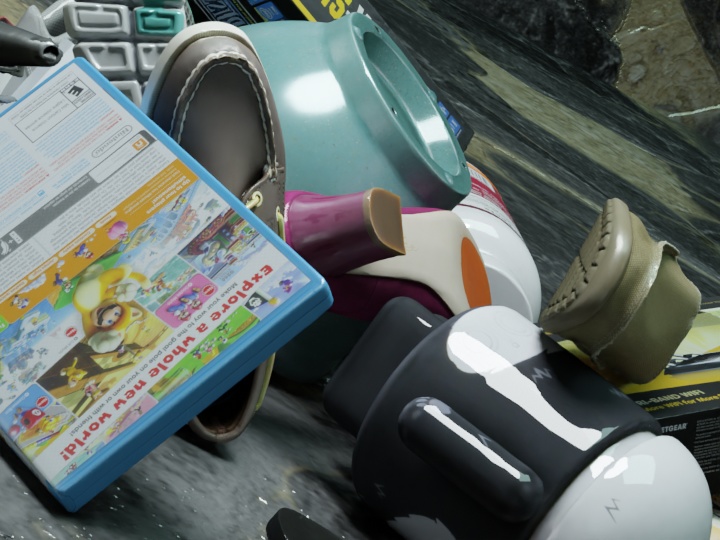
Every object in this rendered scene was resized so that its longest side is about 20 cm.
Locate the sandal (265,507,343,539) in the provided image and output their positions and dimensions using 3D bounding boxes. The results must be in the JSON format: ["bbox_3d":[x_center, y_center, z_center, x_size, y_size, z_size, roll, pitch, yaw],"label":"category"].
[{"bbox_3d":[0.044,0.159,1.085,0.200,0.045,0.075,37,14,22],"label":"sandal"}]

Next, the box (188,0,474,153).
[{"bbox_3d":[-0.049,-0.122,1.519,0.159,0.049,0.200,-14,-55,47],"label":"box"}]

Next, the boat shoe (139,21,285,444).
[{"bbox_3d":[-0.067,-0.015,1.177,0.071,0.201,0.060,-5,30,-19],"label":"boat shoe"}]

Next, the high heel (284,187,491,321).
[{"bbox_3d":[0.000,0.000,1.310,0.200,0.096,0.068,39,45,-59],"label":"high heel"}]

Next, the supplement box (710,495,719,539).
[{"bbox_3d":[0.190,0.162,1.363,0.126,0.074,0.200,29,13,-11],"label":"supplement box"}]

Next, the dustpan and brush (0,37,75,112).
[{"bbox_3d":[-0.110,-0.034,1.403,0.201,0.057,0.140,60,22,-16],"label":"dustpan and brush"}]

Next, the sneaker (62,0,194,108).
[{"bbox_3d":[-0.107,-0.065,1.279,0.077,0.201,0.091,3,-1,7],"label":"sneaker"}]

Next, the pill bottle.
[{"bbox_3d":[0.048,0.005,1.537,0.113,0.113,0.200,29,13,-13],"label":"pill bottle"}]

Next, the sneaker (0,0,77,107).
[{"bbox_3d":[-0.133,-0.104,1.508,0.200,0.116,0.075,19,17,-45],"label":"sneaker"}]

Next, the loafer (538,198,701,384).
[{"bbox_3d":[0.134,0.014,1.254,0.067,0.076,0.200,30,2,5],"label":"loafer"}]

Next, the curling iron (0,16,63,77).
[{"bbox_3d":[-0.182,-0.118,1.314,0.049,0.026,0.200,11,0,-19],"label":"curling iron"}]

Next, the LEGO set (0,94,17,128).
[{"bbox_3d":[-0.222,-0.098,1.260,0.200,0.116,0.154,39,14,29],"label":"LEGO set"}]

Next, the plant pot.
[{"bbox_3d":[-0.023,-0.057,1.390,0.201,0.134,0.201,52,17,-22],"label":"plant pot"}]

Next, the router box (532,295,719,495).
[{"bbox_3d":[0.179,0.068,1.384,0.199,0.053,0.157,-7,19,-35],"label":"router box"}]

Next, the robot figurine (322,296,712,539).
[{"bbox_3d":[0.075,0.099,1.225,0.200,0.125,0.150,38,43,26],"label":"robot figurine"}]

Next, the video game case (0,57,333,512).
[{"bbox_3d":[-0.124,0.000,1.100,0.200,0.143,0.018,42,-16,38],"label":"video game case"}]
